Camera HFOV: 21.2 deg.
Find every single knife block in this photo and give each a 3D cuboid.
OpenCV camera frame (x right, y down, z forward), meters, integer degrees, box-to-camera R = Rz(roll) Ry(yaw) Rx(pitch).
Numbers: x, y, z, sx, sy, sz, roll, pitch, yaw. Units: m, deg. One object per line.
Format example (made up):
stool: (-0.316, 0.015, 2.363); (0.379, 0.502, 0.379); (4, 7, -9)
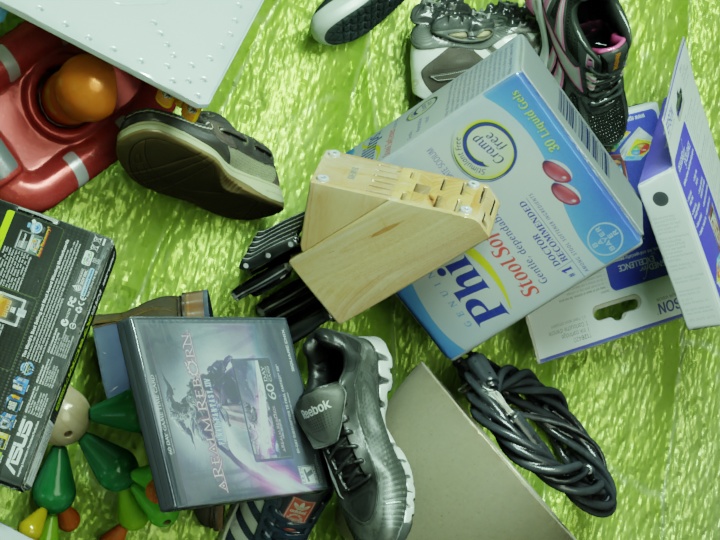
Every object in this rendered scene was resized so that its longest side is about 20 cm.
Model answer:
knife block: (0.000, 0.000, 1.556); (0.199, 0.064, 0.176); (12, 120, 6)

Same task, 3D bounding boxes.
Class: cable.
cable: (0.165, 0.144, 1.655); (0.051, 0.163, 0.200); (-47, 130, 8)

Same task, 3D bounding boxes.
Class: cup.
cup: (0.064, 0.198, 1.593); (0.143, 0.200, 0.200); (-42, 107, 0)

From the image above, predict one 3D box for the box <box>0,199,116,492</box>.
box: (-0.304, 0.040, 1.437); (0.192, 0.048, 0.201); (18, 78, 1)

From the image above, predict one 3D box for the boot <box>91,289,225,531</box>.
boot: (-0.158, 0.116, 1.549); (0.096, 0.075, 0.201); (-5, 102, -2)

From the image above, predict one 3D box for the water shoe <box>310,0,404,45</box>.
water shoe: (0.015, -0.272, 1.659); (0.079, 0.072, 0.200); (44, 68, 11)

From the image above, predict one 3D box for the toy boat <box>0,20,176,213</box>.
toy boat: (-0.219, -0.136, 1.480); (0.200, 0.131, 0.131); (-40, 105, -23)

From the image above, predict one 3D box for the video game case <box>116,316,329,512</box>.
video game case: (-0.101, 0.105, 1.460); (0.200, 0.019, 0.144); (3, 69, -59)

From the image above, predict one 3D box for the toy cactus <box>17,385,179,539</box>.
toy cactus: (-0.209, 0.143, 1.477); (0.165, 0.102, 0.200); (45, 111, 1)

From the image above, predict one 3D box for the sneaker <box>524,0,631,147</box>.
sneaker: (0.196, -0.184, 1.651); (0.080, 0.086, 0.201); (-34, 127, -14)

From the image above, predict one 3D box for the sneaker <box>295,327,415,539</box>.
sneaker: (-0.012, 0.130, 1.509); (0.090, 0.066, 0.201); (28, 43, -43)

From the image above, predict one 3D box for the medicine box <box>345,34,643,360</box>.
medicine box: (0.105, -0.059, 1.606); (0.200, 0.103, 0.182); (-33, 106, 18)

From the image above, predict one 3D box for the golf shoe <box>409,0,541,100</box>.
golf shoe: (0.122, -0.189, 1.705); (0.199, 0.078, 0.095); (-1, 112, -32)

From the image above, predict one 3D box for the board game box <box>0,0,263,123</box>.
board game box: (-0.183, -0.215, 1.477); (0.199, 0.026, 0.200); (27, 39, -5)

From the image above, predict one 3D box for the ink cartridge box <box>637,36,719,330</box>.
ink cartridge box: (0.288, -0.080, 1.708); (0.198, 0.043, 0.201); (-62, 136, -60)

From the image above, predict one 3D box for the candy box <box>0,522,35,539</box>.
candy box: (-0.255, 0.313, 1.438); (0.167, 0.072, 0.201); (30, 93, -23)

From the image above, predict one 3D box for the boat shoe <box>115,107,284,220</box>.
boat shoe: (-0.130, -0.094, 1.535); (0.200, 0.073, 0.065); (32, 47, -59)

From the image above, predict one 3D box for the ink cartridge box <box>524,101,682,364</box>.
ink cartridge box: (0.205, -0.036, 1.747); (0.197, 0.047, 0.201); (-15, 96, -29)

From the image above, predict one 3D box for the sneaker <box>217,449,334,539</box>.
sneaker: (-0.064, 0.203, 1.568); (0.075, 0.084, 0.201); (14, 81, -26)
